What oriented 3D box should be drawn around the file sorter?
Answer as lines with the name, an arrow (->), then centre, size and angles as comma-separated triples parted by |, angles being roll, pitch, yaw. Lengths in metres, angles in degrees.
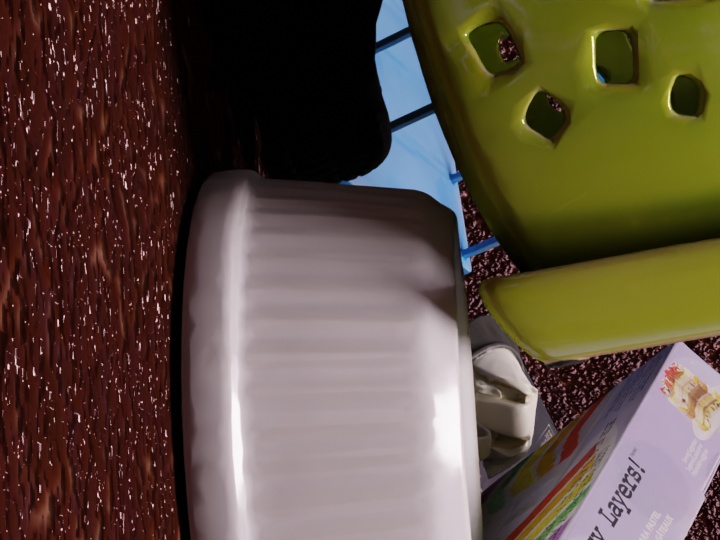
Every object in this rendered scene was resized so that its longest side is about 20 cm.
file sorter -> 0.049, -0.127, 0.901 | 0.139, 0.122, 0.201 | 35, 40, -50

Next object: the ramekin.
ramekin -> -0.004, 0.059, 0.676 | 0.202, 0.094, 0.204 | -4, 90, -84

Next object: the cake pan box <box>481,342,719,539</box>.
cake pan box -> 0.069, 0.141, 0.786 | 0.184, 0.052, 0.200 | -48, 180, 43

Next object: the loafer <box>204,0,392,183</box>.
loafer -> -0.029, -0.116, 0.739 | 0.200, 0.072, 0.072 | 87, -8, -56

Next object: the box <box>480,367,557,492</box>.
box -> 0.085, 0.157, 1.153 | 0.160, 0.043, 0.201 | -45, 111, -50

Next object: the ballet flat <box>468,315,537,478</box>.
ballet flat -> 0.043, 0.077, 0.870 | 0.200, 0.068, 0.068 | -27, 123, -51

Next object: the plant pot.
plant pot -> 0.120, -0.066, 0.669 | 0.200, 0.198, 0.183 | 19, 61, -85
